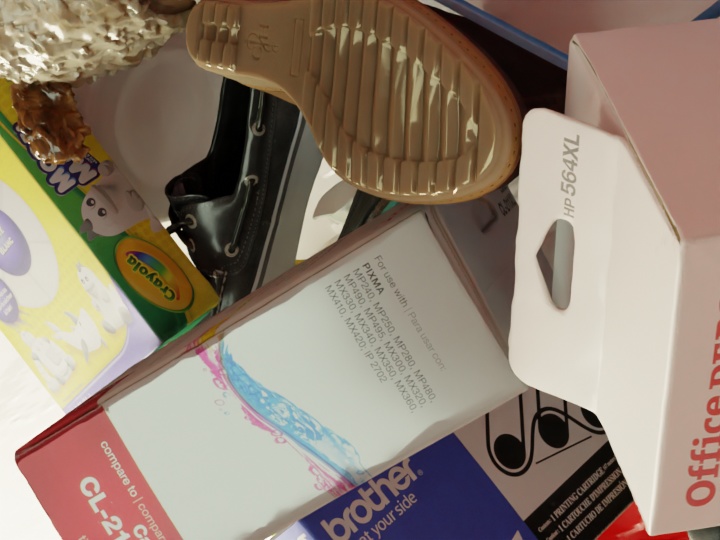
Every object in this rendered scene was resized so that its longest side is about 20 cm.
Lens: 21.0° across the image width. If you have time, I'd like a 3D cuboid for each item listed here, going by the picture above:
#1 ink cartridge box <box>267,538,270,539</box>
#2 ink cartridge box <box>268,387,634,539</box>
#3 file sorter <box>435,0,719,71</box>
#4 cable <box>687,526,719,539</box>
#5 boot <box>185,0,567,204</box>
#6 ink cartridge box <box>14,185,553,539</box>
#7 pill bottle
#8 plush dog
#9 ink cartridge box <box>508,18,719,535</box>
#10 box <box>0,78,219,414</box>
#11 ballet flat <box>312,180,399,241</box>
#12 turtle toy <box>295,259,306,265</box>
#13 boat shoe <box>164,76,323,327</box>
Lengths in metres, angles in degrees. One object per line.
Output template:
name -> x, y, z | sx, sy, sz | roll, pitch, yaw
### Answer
ink cartridge box -> -0.086, 0.127, 1.125 | 0.199, 0.084, 0.147 | -25, 99, 51
ink cartridge box -> 0.056, 0.099, 0.865 | 0.094, 0.200, 0.044 | 51, 142, 3
file sorter -> 0.086, -0.190, 0.687 | 0.138, 0.122, 0.201 | 32, 137, 26
cable -> 0.172, 0.127, 0.827 | 0.097, 0.050, 0.202 | -26, 68, 39
boot -> 0.045, -0.075, 0.763 | 0.199, 0.165, 0.073 | 29, 113, 49
ink cartridge box -> -0.021, 0.044, 0.800 | 0.199, 0.146, 0.083 | -31, 92, 17
pill bottle -> -0.169, -0.091, 1.029 | 0.199, 0.111, 0.112 | 12, 125, 41
plush dog -> -0.099, -0.149, 0.849 | 0.171, 0.199, 0.162 | -23, 74, 33
ink cartridge box -> 0.154, -0.004, 0.667 | 0.126, 0.198, 0.130 | -109, 14, -52
box -> -0.164, -0.033, 0.942 | 0.201, 0.048, 0.117 | 53, 142, 3
ballet flat -> 0.000, 0.000, 0.903 | 0.068, 0.068, 0.201 | 37, 100, 42
turtle toy -> 0.013, 0.091, 0.974 | 0.199, 0.101, 0.147 | 26, 94, 32
boat shoe -> -0.062, -0.036, 0.935 | 0.070, 0.066, 0.202 | -121, 46, -58
